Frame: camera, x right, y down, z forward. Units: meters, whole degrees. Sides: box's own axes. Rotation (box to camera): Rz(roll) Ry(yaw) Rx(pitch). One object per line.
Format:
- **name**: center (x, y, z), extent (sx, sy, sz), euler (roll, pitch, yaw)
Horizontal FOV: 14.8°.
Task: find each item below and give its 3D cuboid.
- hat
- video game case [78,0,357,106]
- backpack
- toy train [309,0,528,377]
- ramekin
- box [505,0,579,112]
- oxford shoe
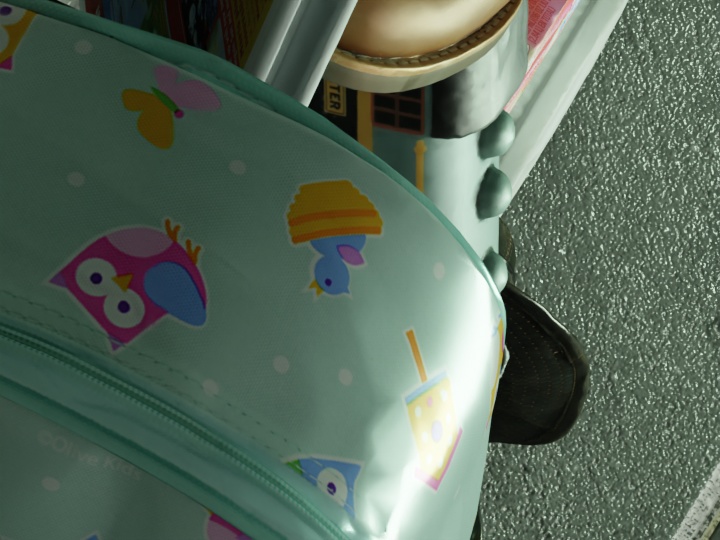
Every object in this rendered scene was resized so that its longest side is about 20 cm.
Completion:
- **hat**: center (0.000, 0.000, 1.106), extent (0.201, 0.200, 0.081), euler (114, -9, -62)
- **video game case**: center (-0.025, -0.094, 0.617), extent (0.200, 0.017, 0.143), euler (118, -29, -43)
- **backpack**: center (-0.065, 0.045, 0.544), extent (0.200, 0.175, 0.154), euler (110, 5, -52)
- **toy train**: center (-0.007, -0.038, 0.848), extent (0.085, 0.113, 0.201), euler (-52, 150, -49)
- **ramekin**: center (0.106, -0.138, 2.010), extent (0.203, 0.094, 0.202), euler (-59, 177, -6)
- **box**: center (0.074, -0.171, 1.301), extent (0.200, 0.094, 0.103), euler (-58, 176, -19)
- **oxford shoe**: center (0.034, -0.113, 0.694), extent (0.200, 0.071, 0.071), euler (-49, 176, -45)
